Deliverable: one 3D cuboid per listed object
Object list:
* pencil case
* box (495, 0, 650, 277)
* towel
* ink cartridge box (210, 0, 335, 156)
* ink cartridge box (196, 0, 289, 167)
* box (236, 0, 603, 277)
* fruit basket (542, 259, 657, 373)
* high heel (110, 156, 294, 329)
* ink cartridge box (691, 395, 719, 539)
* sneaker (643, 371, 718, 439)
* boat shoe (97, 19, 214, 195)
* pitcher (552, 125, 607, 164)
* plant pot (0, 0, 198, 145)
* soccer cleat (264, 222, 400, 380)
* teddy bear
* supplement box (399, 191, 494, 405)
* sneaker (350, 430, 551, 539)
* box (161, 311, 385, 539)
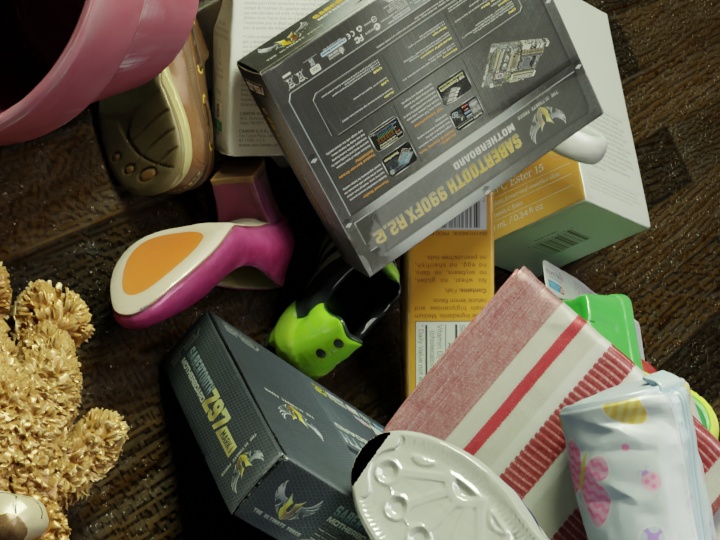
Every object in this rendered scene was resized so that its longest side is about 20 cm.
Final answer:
[{"bbox_3d":[0.182,0.166,1.009,0.082,0.091,0.202,-10,82,-28],"label":"pencil case"},{"bbox_3d":[0.147,-0.115,1.369,0.097,0.124,0.202,18,56,-46],"label":"box"},{"bbox_3d":[0.132,0.116,1.072,0.200,0.144,0.023,41,-2,4],"label":"towel"},{"bbox_3d":[-0.015,-0.177,1.082,0.159,0.050,0.202,-3,104,-23],"label":"ink cartridge box"},{"bbox_3d":[-0.049,-0.198,1.197,0.146,0.084,0.201,46,40,-26],"label":"ink cartridge box"},{"bbox_3d":[0.042,-0.118,1.071,0.199,0.048,0.159,-35,116,-10],"label":"box"},{"bbox_3d":[0.201,0.104,1.368,0.200,0.093,0.187,35,43,-58],"label":"fruit basket"},{"bbox_3d":[-0.094,0.010,1.033,0.200,0.067,0.097,-63,144,-59],"label":"high heel"},{"bbox_3d":[0.150,0.174,1.129,0.083,0.198,0.148,17,53,-76],"label":"ink cartridge box"},{"bbox_3d":[0.164,0.092,1.219,0.083,0.198,0.075,-9,113,-62],"label":"sneaker"},{"bbox_3d":[-0.137,-0.146,1.071,0.067,0.071,0.202,-1,79,-62],"label":"boat shoe"},{"bbox_3d":[0.094,-0.137,1.255,0.170,0.122,0.200,24,13,-12],"label":"pitcher"},{"bbox_3d":[-0.184,-0.169,0.932,0.179,0.198,0.202,-4,73,-69],"label":"plant pot"},{"bbox_3d":[0.000,0.000,1.148,0.068,0.081,0.201,49,38,-21],"label":"soccer cleat"},{"bbox_3d":[-0.186,0.082,0.872,0.145,0.066,0.201,41,41,-27],"label":"teddy bear"},{"bbox_3d":[0.060,0.020,1.161,0.067,0.068,0.203,164,-72,-89],"label":"supplement box"},{"bbox_3d":[0.080,0.178,0.958,0.199,0.081,0.147,36,-11,13],"label":"sneaker"},{"bbox_3d":[-0.018,0.125,1.014,0.199,0.051,0.158,36,12,-35],"label":"box"}]
